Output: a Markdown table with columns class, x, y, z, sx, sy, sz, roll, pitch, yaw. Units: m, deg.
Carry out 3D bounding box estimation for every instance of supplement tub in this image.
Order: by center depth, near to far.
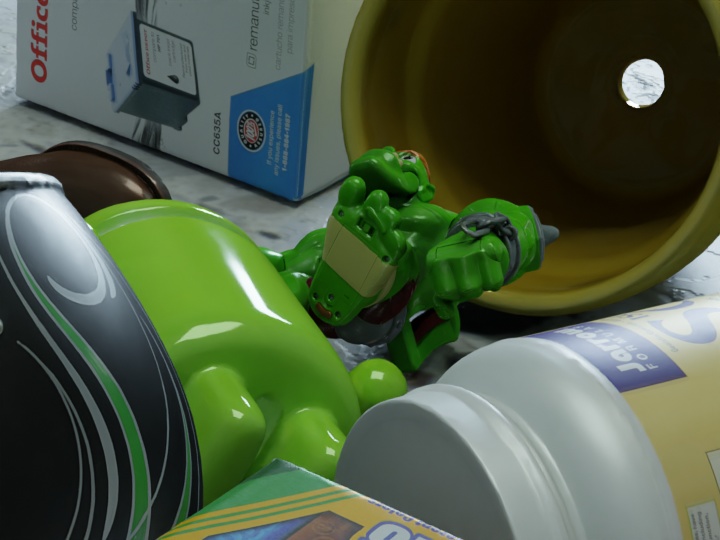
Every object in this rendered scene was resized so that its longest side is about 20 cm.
| class | x | y | z | sx | sy | sz | roll | pitch | yaw |
| --- | --- | --- | --- | --- | --- | --- | --- | --- | --- |
| supplement tub | 0.105 | 0.088 | 0.873 | 0.199 | 0.147 | 0.145 | -11 | 30 | -32 |

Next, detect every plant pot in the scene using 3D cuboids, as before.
| class | x | y | z | sx | sy | sz | roll | pitch | yaw |
| --- | --- | --- | --- | --- | --- | --- | --- | --- | --- |
| plant pot | 0.116 | -0.088 | 1.201 | 0.199 | 0.203 | 0.189 | 16 | 13 | 21 |

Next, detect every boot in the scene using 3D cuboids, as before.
| class | x | y | z | sx | sy | sz | roll | pitch | yaw |
| --- | --- | --- | --- | --- | --- | --- | --- | --- | --- |
| boot | -0.207 | -0.003 | 1.074 | 0.185 | 0.065 | 0.200 | 1 | 17 | 32 |

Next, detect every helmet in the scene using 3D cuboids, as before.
| class | x | y | z | sx | sy | sz | roll | pitch | yaw |
| --- | --- | --- | --- | --- | --- | --- | --- | --- | --- |
| helmet | -0.146 | 0.078 | 0.791 | 0.198 | 0.192 | 0.200 | -15 | -4 | -1 |

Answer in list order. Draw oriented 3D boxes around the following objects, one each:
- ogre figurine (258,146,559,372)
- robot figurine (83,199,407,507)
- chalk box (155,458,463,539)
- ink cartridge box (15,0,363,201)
| class | x | y | z | sx | sy | sz | roll | pitch | yaw |
| --- | --- | --- | --- | --- | --- | --- | --- | --- | --- |
| ogre figurine | 0.000 | 0.000 | 1.088 | 0.120 | 0.199 | 0.099 | -14 | 74 | -54 |
| robot figurine | -0.071 | 0.046 | 0.954 | 0.175 | 0.116 | 0.200 | 22 | 15 | -29 |
| chalk box | -0.038 | 0.164 | 0.711 | 0.123 | 0.126 | 0.200 | 21 | 28 | 28 |
| ink cartridge box | -0.087 | -0.142 | 1.300 | 0.199 | 0.148 | 0.086 | 20 | 31 | 27 |
